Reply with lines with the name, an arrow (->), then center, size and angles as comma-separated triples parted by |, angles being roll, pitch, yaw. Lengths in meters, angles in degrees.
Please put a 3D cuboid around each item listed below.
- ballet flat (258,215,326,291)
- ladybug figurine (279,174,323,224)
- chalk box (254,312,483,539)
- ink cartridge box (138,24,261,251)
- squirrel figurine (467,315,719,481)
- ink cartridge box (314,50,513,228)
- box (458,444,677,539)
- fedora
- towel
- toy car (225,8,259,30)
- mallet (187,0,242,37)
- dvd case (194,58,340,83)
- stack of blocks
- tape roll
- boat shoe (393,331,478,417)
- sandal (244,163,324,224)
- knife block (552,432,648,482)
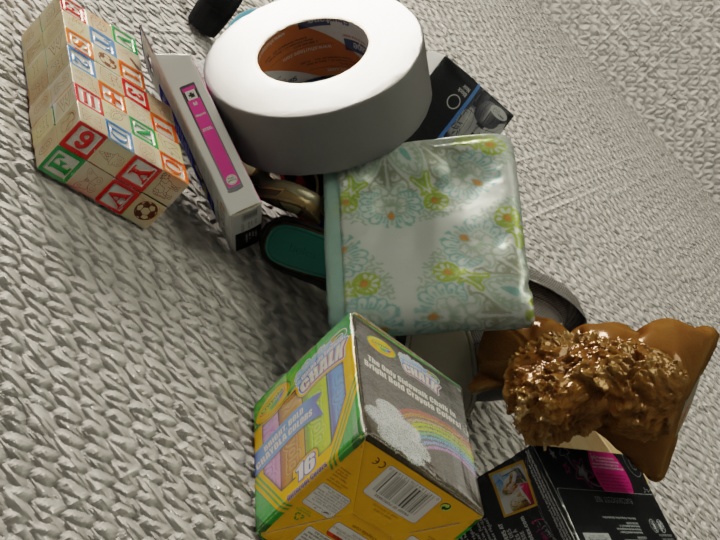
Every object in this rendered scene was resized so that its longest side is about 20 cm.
ballet flat -> 0.000, 0.000, 1.405 | 0.200, 0.068, 0.068 | 27, 3, -4
ladybug figurine -> -0.023, -0.096, 1.468 | 0.072, 0.136, 0.200 | -39, 108, -60
chalk box -> 0.000, 0.129, 1.150 | 0.124, 0.124, 0.200 | 36, 23, -23
ink cartridge box -> -0.143, -0.121, 1.336 | 0.200, 0.037, 0.095 | 62, -11, 14
squirrel figurine -> 0.182, 0.083, 1.253 | 0.186, 0.142, 0.200 | 22, 5, 18
ink cartridge box -> 0.048, -0.099, 1.415 | 0.099, 0.200, 0.039 | 36, 1, -27
box -> 0.178, 0.238, 1.292 | 0.200, 0.115, 0.132 | 14, 46, -53
fedora -> 0.126, 0.071, 1.457 | 0.177, 0.200, 0.090 | 19, 63, -17
towel -> 0.055, -0.032, 1.276 | 0.048, 0.171, 0.200 | 79, 7, -52
toy car -> -0.045, -0.158, 1.577 | 0.184, 0.177, 0.200 | 42, 46, -45
mallet -> -0.195, -0.351, 1.699 | 0.041, 0.066, 0.200 | 17, 36, -53
dvd case -> -0.066, -0.187, 1.439 | 0.143, 0.200, 0.018 | 54, -15, 41
stack of blocks -> -0.222, -0.140, 1.288 | 0.115, 0.059, 0.200 | 31, 26, -36
tape roll -> -0.038, -0.172, 1.349 | 0.200, 0.200, 0.066 | -106, -176, -49
boat shoe -> 0.057, 0.040, 1.343 | 0.057, 0.067, 0.200 | 42, 27, -83
sandal -> -0.072, -0.085, 1.385 | 0.080, 0.054, 0.200 | 23, 1, -20
knife block -> 0.216, 0.160, 1.574 | 0.176, 0.064, 0.200 | 40, 23, -16
